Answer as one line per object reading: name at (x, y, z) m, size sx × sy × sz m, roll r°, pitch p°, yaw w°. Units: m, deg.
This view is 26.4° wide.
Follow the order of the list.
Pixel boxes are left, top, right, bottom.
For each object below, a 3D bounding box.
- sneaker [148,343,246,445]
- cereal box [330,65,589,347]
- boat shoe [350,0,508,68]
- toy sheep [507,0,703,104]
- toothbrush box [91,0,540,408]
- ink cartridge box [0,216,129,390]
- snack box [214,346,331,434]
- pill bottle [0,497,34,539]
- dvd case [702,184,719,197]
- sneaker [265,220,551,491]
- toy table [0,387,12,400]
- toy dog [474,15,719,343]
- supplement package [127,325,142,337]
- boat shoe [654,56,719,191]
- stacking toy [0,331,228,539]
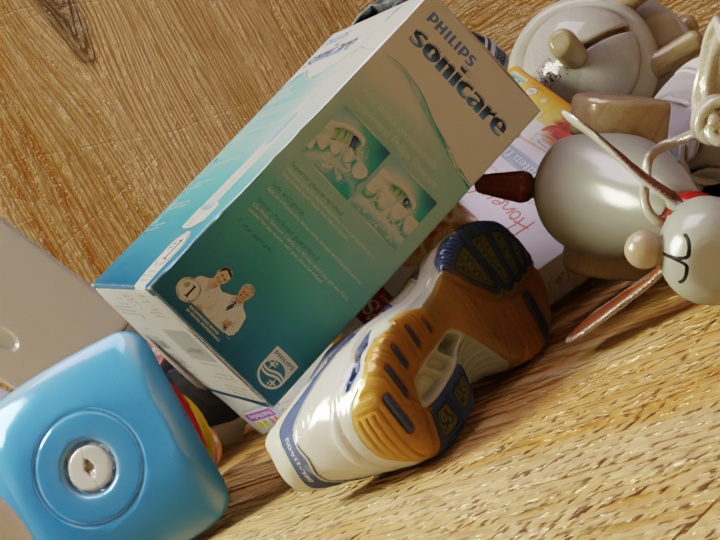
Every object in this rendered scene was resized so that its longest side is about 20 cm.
sneaker at (-0.146, 0.086, 1.012) m, size 0.075 × 0.085 × 0.200 m, roll 15°, pitch 19°, yaw 27°
cereal box at (0.055, -0.024, 0.871) m, size 0.200 × 0.040 × 0.144 m, roll -34°, pitch 48°, yaw -15°
boat shoe at (0.015, -0.128, 1.057) m, size 0.200 × 0.091 × 0.071 m, roll -29°, pitch 33°, yaw 59°
toy sheep at (0.159, -0.122, 0.989) m, size 0.138 × 0.138 × 0.200 m, roll -29°, pitch -25°, yaw 17°
toothbrush box at (-0.027, -0.035, 0.775) m, size 0.200 × 0.085 × 0.146 m, roll -49°, pitch 15°, yaw -14°
ink cartridge box at (-0.247, 0.021, 1.046) m, size 0.084 × 0.146 × 0.200 m, roll -54°, pitch 15°, yaw -11°
snack box at (0.000, 0.000, 0.996) m, size 0.169 × 0.068 × 0.200 m, roll -24°, pitch 28°, yaw 57°
pill bottle at (-0.244, 0.174, 0.709) m, size 0.200 × 0.113 × 0.112 m, roll -28°, pitch 4°, yaw 32°
dvd case at (0.149, -0.024, 0.953) m, size 0.200 × 0.025 × 0.150 m, roll -29°, pitch 3°, yaw 4°
sneaker at (0.022, 0.037, 0.734) m, size 0.088 × 0.075 × 0.200 m, roll -28°, pitch 4°, yaw 35°
toy table at (-0.288, 0.150, 1.025) m, size 0.200 × 0.184 × 0.117 m, roll 6°, pitch 29°, yaw 20°
toy dog at (0.110, -0.032, 0.705) m, size 0.096 × 0.132 × 0.200 m, roll -1°, pitch -8°, yaw -5°
supplement package at (-0.121, 0.066, 1.204) m, size 0.200 × 0.110 × 0.114 m, roll -32°, pitch 4°, yaw -26°
boat shoe at (0.188, -0.073, 0.810) m, size 0.068 × 0.072 × 0.200 m, roll -35°, pitch 18°, yaw 4°
stacking toy at (-0.120, 0.106, 0.877) m, size 0.110 × 0.116 × 0.200 m, roll -31°, pitch -8°, yaw 8°
